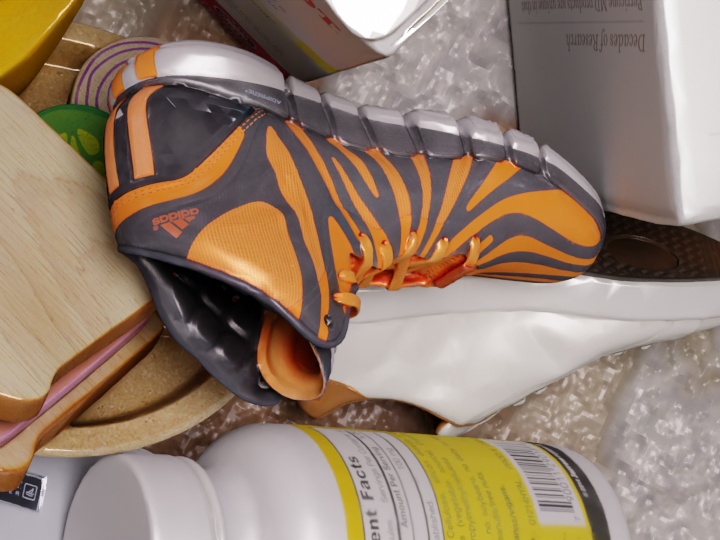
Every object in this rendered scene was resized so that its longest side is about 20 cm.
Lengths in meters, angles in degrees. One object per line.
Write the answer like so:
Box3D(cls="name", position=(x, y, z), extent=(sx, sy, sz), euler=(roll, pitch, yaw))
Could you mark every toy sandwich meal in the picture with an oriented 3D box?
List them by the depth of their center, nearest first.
Box3D(cls="toy sandwich meal", position=(-0.113, -0.022, 0.723), extent=(0.205, 0.070, 0.205), euler=(10, 59, -16))

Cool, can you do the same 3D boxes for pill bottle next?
Box3D(cls="pill bottle", position=(-0.006, 0.114, 0.761), extent=(0.200, 0.111, 0.112), euler=(7, 93, -30))

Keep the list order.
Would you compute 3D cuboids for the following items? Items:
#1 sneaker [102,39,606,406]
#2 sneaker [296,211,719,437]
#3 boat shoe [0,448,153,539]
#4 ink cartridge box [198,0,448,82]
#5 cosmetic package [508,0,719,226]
Box3D(cls="sneaker", position=(0.000, 0.000, 0.713), extent=(0.200, 0.078, 0.112), euler=(13, 56, -24))
Box3D(cls="sneaker", position=(0.063, 0.023, 0.826), extent=(0.200, 0.073, 0.085), euler=(-2, 118, -15))
Box3D(cls="boat shoe", position=(-0.138, 0.094, 0.771), extent=(0.200, 0.070, 0.071), euler=(24, 66, -39))
Box3D(cls="ink cartridge box", position=(-0.031, -0.145, 0.705), extent=(0.083, 0.200, 0.145), euler=(-44, 100, -7))
Box3D(cls="cosmetic package", position=(0.157, -0.131, 0.776), extent=(0.167, 0.166, 0.200), euler=(-8, 98, -14))
